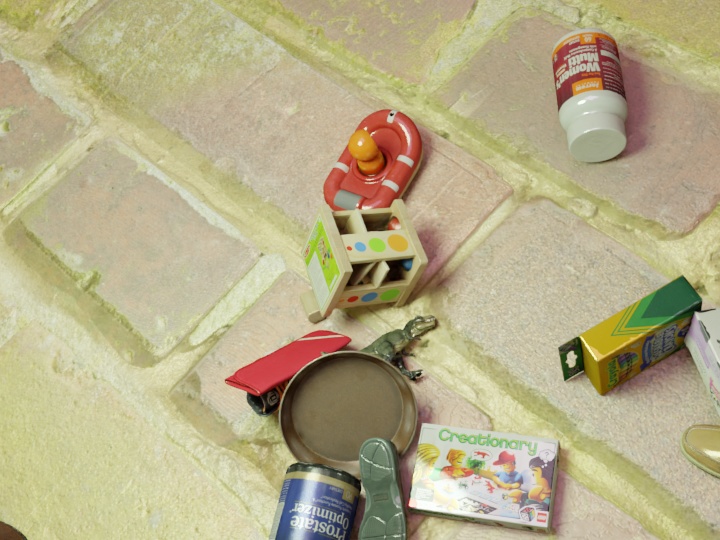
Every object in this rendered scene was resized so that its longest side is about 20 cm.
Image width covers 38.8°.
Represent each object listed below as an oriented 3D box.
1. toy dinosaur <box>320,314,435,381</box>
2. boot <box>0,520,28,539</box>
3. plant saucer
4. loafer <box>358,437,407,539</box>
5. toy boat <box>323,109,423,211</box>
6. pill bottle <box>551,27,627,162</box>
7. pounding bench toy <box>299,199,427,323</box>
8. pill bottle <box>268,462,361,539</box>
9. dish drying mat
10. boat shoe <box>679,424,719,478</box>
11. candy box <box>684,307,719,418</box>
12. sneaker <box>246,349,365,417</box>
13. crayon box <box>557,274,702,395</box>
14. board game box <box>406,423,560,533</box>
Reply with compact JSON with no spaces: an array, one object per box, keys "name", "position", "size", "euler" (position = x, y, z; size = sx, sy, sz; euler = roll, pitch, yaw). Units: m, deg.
[{"name":"toy dinosaur","position":[0.042,0.129,1.535],"size":[0.200,0.048,0.088],"euler":[-19,60,-33]},{"name":"boot","position":[-0.546,0.406,1.476],"size":[0.068,0.200,0.188],"euler":[-40,59,-8]},{"name":"plant saucer","position":[-0.018,0.206,1.478],"size":[0.200,0.201,0.034],"euler":[-24,15,2]},{"name":"loafer","position":[0.039,0.335,1.432],"size":[0.072,0.063,0.201],"euler":[-6,81,24]},{"name":"toy boat","position":[0.016,-0.186,1.689],"size":[0.130,0.131,0.200],"euler":[21,69,24]},{"name":"pill bottle","position":[0.373,-0.283,1.658],"size":[0.109,0.110,0.201],"euler":[-7,60,12]},{"name":"pounding bench toy","position":[0.000,0.000,1.605],"size":[0.156,0.200,0.125],"euler":[-6,57,-25]},{"name":"pill bottle","position":[-0.072,0.377,1.414],"size":[0.111,0.112,0.201],"euler":[5,63,18]},{"name":"dish drying mat","position":[-0.105,0.133,1.523],"size":[0.077,0.018,0.200],"euler":[14,27,39]},{"name":"boat shoe","position":[0.522,0.243,1.344],"size":[0.199,0.076,0.072],"euler":[15,68,23]},{"name":"candy box","position":[0.561,0.125,1.366],"size":[0.199,0.072,0.168],"euler":[-8,51,-5]},{"name":"sneaker","position":[-0.094,0.184,1.523],"size":[0.199,0.078,0.112],"euler":[8,25,30]},{"name":"crayon box","position":[0.379,0.101,1.434],"size":[0.200,0.126,0.052],"euler":[-29,58,-1]},{"name":"board game box","position":[0.174,0.290,1.439],"size":[0.199,0.035,0.127],"euler":[4,63,17]}]
